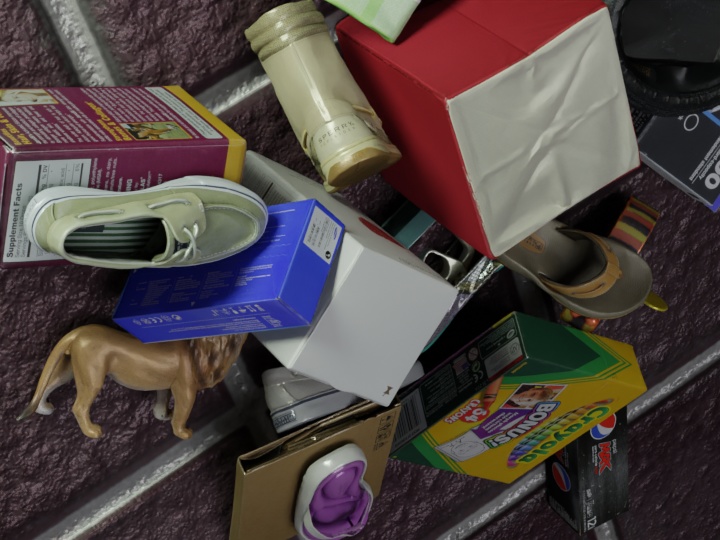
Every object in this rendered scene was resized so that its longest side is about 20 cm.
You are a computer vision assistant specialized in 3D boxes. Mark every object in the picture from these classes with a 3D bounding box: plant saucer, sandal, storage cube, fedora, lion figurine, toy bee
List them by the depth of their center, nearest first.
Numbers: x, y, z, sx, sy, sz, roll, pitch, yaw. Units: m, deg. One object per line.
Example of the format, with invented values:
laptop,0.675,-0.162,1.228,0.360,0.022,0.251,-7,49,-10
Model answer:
lion figurine,-0.193,0.078,1.548,0.200,0.072,0.123,0,113,-32
storage cube,0.112,-0.148,1.551,0.171,0.180,0.200,-31,128,-15
plant saucer,0.000,0.000,1.639,0.200,0.070,0.019,-45,107,-4
fedora,0.287,-0.240,1.671,0.200,0.092,0.201,-11,119,-20
sandal,0.200,-0.010,1.676,0.200,0.054,0.081,26,76,-30
sandal,-0.020,0.225,1.686,0.082,0.050,0.203,-28,155,-9
toy bee,0.238,0.023,1.768,0.131,0.109,0.201,10,93,4

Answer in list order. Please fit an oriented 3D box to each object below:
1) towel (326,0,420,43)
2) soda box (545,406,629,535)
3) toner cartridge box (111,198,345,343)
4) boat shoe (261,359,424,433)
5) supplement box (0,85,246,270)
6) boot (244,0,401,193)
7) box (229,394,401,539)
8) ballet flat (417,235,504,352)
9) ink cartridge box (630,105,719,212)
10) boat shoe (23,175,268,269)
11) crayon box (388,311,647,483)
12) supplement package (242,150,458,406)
towel,0.021,-0.305,1.455,0.149,0.031,0.200,30,95,-14
soda box,0.238,0.176,1.901,0.071,0.063,0.200,-22,127,-23
toner cartridge box,-0.109,0.003,1.460,0.043,0.200,0.095,42,56,-36
boat shoe,-0.017,0.095,1.675,0.200,0.071,0.070,-15,80,-47
supplement box,-0.209,-0.076,1.407,0.200,0.131,0.103,-4,118,-32
boot,-0.034,-0.146,1.512,0.073,0.200,0.156,-28,89,4
box,-0.046,0.195,1.688,0.163,0.021,0.200,-23,154,-19
ballet flat,0.095,-0.011,1.696,0.200,0.072,0.072,-47,132,-4
ink cartridge box,0.372,-0.169,1.806,0.200,0.043,0.198,28,98,-42
boat shoe,-0.152,-0.026,1.346,0.200,0.062,0.072,-4,120,-33
crayon box,0.147,0.128,1.755,0.172,0.058,0.200,17,137,-38
supplement package,-0.037,0.005,1.524,0.121,0.200,0.120,24,101,-41
